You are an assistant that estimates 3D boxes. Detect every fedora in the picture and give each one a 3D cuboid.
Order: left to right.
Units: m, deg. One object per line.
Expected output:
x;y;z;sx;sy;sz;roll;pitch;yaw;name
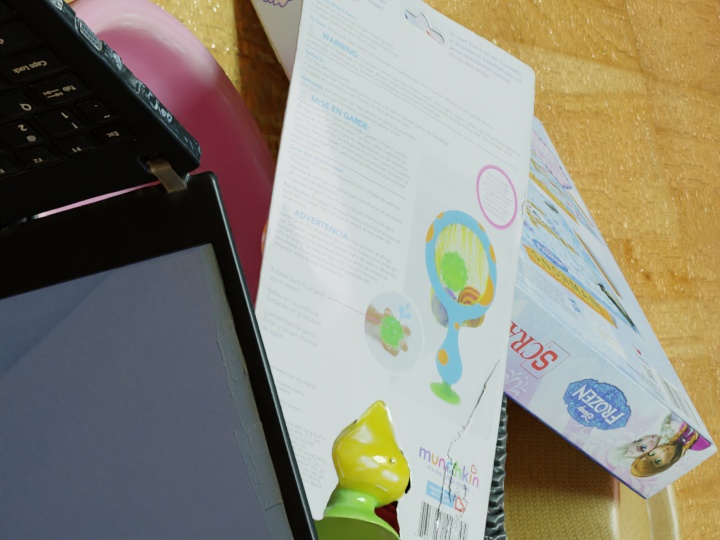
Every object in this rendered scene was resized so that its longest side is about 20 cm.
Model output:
0.090;0.107;1.171;0.200;0.081;0.202;-15;90;-70;fedora

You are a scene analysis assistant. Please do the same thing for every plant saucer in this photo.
-0.072;0.013;0.870;0.200;0.051;0.202;-16;90;-69;plant saucer

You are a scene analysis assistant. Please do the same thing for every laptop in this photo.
-0.121;0.024;0.562;0.200;0.176;0.104;47;34;-52;laptop

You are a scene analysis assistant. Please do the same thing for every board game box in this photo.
0.047;-0.026;1.090;0.200;0.041;0.200;38;21;-47;board game box

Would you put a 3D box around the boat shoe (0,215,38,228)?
-0.119;0.058;0.708;0.074;0.063;0.203;47;36;-54;boat shoe

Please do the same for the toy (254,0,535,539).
0.000;0.000;0.911;0.115;0.047;0.201;29;55;-38;toy

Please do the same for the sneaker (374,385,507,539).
0.013;0.122;0.938;0.094;0.070;0.201;104;-7;-54;sneaker
